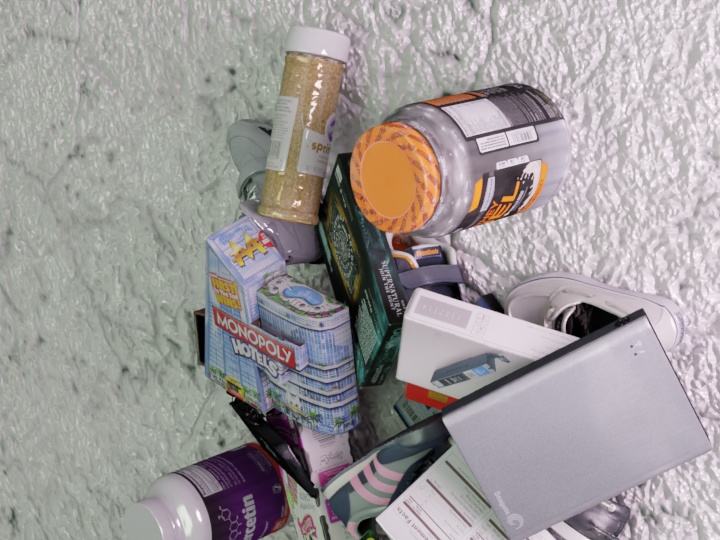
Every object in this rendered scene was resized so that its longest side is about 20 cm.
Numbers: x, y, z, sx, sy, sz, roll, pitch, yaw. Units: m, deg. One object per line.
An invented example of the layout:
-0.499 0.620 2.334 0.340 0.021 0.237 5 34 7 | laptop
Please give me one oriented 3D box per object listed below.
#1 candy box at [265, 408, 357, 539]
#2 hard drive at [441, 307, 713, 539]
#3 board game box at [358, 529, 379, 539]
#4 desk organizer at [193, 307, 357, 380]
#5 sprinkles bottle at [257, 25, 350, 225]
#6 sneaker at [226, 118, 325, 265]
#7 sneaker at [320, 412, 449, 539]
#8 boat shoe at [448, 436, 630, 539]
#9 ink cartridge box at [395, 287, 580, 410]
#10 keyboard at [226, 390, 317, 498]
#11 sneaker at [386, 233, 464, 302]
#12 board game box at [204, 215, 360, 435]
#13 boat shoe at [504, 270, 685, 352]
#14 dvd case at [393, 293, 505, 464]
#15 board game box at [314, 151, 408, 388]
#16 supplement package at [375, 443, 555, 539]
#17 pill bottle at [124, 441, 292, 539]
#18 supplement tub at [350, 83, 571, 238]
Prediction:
-0.044 0.241 1.717 0.136 0.060 0.202 167 87 -72 | candy box
0.189 0.138 1.338 0.198 0.033 0.140 -27 106 11 | hard drive
0.058 0.339 1.592 0.105 0.023 0.200 45 172 28 | board game box
-0.100 0.084 1.750 0.199 0.077 0.073 10 109 44 | desk organizer
-0.060 -0.151 1.602 0.068 0.068 0.203 12 92 44 | sprinkles bottle
-0.114 -0.083 1.686 0.201 0.114 0.075 55 134 19 | sneaker
0.041 0.215 1.575 0.200 0.070 0.083 -42 76 46 | sneaker
0.176 0.204 1.501 0.199 0.076 0.061 34 92 23 | boat shoe
0.132 0.113 1.436 0.198 0.045 0.177 17 140 11 | ink cartridge box
-0.093 0.178 1.682 0.105 0.040 0.200 56 169 -20 | keyboard
0.066 0.026 1.542 0.201 0.078 0.080 60 139 31 | sneaker
-0.095 0.056 1.597 0.199 0.061 0.202 26 135 40 | board game box
0.204 0.049 1.427 0.199 0.065 0.073 14 113 43 | boat shoe
0.122 0.139 1.577 0.143 0.017 0.201 54 133 20 | dvd case
0.000 0.000 1.559 0.136 0.028 0.202 113 146 -57 | board game box
0.122 0.286 1.479 0.156 0.111 0.200 44 170 29 | supplement package
-0.176 0.280 1.800 0.112 0.199 0.114 17 114 42 | pill bottle
0.092 -0.100 1.403 0.122 0.199 0.124 17 114 42 | supplement tub
